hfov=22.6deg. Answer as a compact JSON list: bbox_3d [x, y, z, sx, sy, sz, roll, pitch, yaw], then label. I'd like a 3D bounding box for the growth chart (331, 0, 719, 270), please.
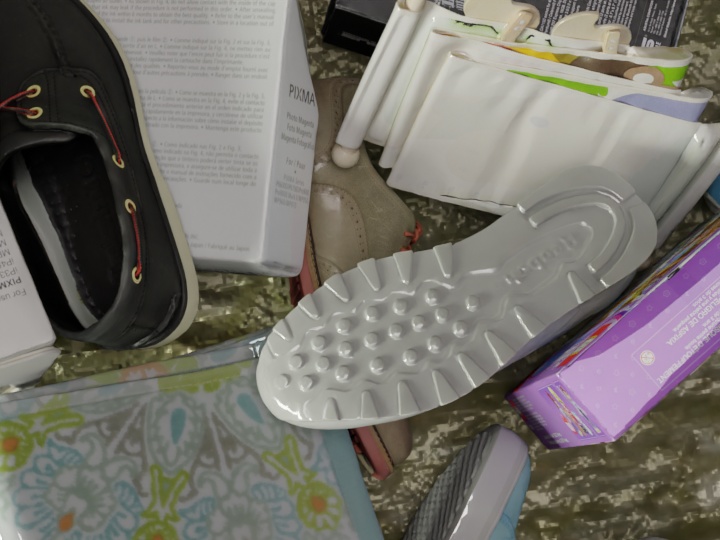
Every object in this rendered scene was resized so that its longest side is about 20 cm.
[{"bbox_3d":[0.088,-0.067,0.837,0.200,0.145,0.018,17,47,-21],"label":"growth chart"}]

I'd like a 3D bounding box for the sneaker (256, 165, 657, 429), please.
[{"bbox_3d":[0.045,0.026,0.833,0.200,0.081,0.076,-23,75,-15],"label":"sneaker"}]

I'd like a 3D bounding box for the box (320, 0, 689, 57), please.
[{"bbox_3d":[0.087,-0.189,0.886,0.163,0.086,0.200,16,85,-5],"label":"box"}]

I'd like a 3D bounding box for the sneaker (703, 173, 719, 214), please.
[{"bbox_3d":[0.269,-0.021,0.906,0.200,0.077,0.081,30,94,3],"label":"sneaker"}]

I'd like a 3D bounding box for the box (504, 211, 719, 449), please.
[{"bbox_3d":[0.138,0.023,0.822,0.137,0.200,0.039,-40,86,-5],"label":"box"}]

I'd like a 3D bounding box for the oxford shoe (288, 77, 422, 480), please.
[{"bbox_3d":[0.000,0.000,0.877,0.075,0.070,0.200,-16,89,-10],"label":"oxford shoe"}]

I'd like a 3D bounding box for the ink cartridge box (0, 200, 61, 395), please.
[{"bbox_3d":[-0.218,-0.028,0.803,0.083,0.147,0.200,-20,82,-23],"label":"ink cartridge box"}]

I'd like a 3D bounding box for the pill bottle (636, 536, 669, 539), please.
[{"bbox_3d":[0.130,0.237,0.847,0.112,0.112,0.200,28,97,-3],"label":"pill bottle"}]

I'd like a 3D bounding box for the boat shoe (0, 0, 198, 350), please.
[{"bbox_3d":[-0.137,-0.058,0.808,0.074,0.063,0.202,-31,74,21],"label":"boat shoe"}]

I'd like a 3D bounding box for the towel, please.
[{"bbox_3d":[-0.072,0.132,0.796,0.171,0.048,0.200,-12,75,-27],"label":"towel"}]

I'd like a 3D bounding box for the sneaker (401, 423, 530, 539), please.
[{"bbox_3d":[0.052,0.176,0.876,0.082,0.074,0.200,22,93,-12],"label":"sneaker"}]

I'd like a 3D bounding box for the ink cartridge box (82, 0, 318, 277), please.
[{"bbox_3d":[-0.099,-0.102,0.854,0.162,0.057,0.200,4,82,22],"label":"ink cartridge box"}]
